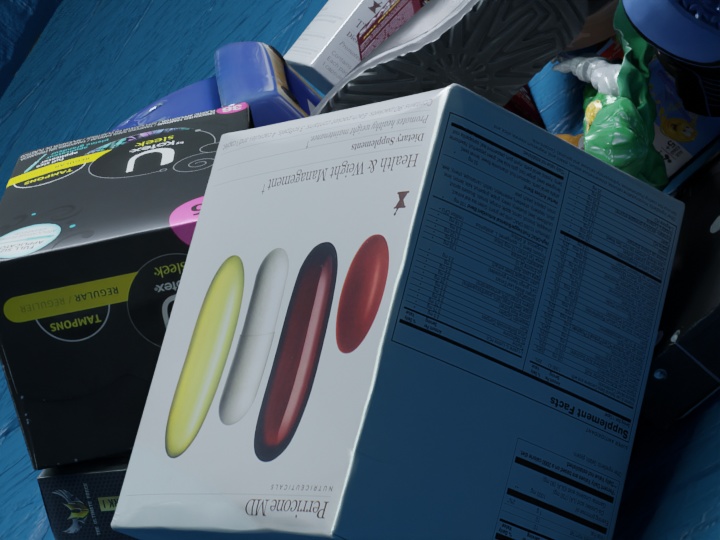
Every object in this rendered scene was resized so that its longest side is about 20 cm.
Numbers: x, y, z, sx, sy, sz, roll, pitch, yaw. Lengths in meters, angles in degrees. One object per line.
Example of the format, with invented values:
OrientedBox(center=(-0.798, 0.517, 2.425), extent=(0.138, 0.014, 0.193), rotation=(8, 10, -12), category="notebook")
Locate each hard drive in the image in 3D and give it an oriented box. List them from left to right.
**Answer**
OrientedBox(center=(0.198, -0.031, 1.071), extent=(0.200, 0.038, 0.140), rotation=(-44, 17, 26), category="hard drive")

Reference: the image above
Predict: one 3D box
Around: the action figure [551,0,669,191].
OrientedBox(center=(0.123, -0.072, 1.136), extent=(0.054, 0.119, 0.200), rotation=(-6, 8, 6), category="action figure")

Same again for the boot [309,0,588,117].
OrientedBox(center=(0.044, -0.138, 1.221), extent=(0.165, 0.066, 0.200), rotation=(-33, 26, 17), category="boot")

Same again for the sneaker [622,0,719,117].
OrientedBox(center=(0.169, -0.107, 1.116), extent=(0.078, 0.070, 0.200), rotation=(-35, -21, 31), category="sneaker")

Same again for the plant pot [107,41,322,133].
OrientedBox(center=(-0.075, -0.029, 1.544), extent=(0.180, 0.200, 0.200), rotation=(-42, 16, 9), category="plant pot")

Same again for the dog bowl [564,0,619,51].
OrientedBox(center=(0.125, -0.214, 1.331), extent=(0.200, 0.059, 0.201), rotation=(-32, 43, 36), category="dog bowl")

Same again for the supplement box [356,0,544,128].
OrientedBox(center=(0.059, -0.109, 1.495), extent=(0.061, 0.109, 0.200), rotation=(-47, 17, 14), category="supplement box")

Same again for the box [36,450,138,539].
OrientedBox(center=(-0.076, 0.086, 1.350), extent=(0.157, 0.051, 0.200), rotation=(-6, 22, 18), category="box")

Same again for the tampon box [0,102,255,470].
OrientedBox(center=(-0.122, 0.005, 1.336), extent=(0.149, 0.127, 0.200), rotation=(-13, 20, 3), category="tampon box")

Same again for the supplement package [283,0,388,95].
OrientedBox(center=(0.055, -0.193, 1.679), extent=(0.200, 0.114, 0.110), rotation=(-52, 14, -2), category="supplement package")

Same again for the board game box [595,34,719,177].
OrientedBox(center=(0.217, -0.172, 1.295), extent=(0.200, 0.056, 0.196), rotation=(-43, 18, 29), category="board game box")

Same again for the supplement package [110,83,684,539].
OrientedBox(center=(0.015, 0.045, 1.067), extent=(0.191, 0.147, 0.201), rotation=(-8, 63, 54), category="supplement package")

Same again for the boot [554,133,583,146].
OrientedBox(center=(0.100, -0.011, 1.244), extent=(0.144, 0.071, 0.201), rotation=(-32, 36, -17), category="boot")
